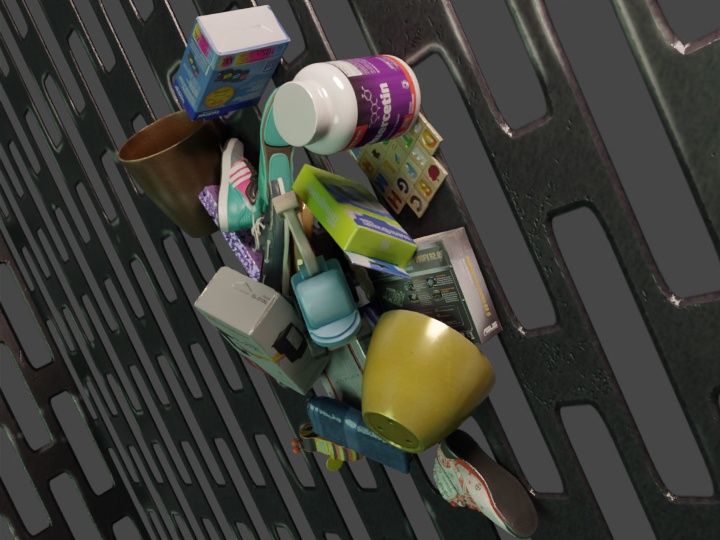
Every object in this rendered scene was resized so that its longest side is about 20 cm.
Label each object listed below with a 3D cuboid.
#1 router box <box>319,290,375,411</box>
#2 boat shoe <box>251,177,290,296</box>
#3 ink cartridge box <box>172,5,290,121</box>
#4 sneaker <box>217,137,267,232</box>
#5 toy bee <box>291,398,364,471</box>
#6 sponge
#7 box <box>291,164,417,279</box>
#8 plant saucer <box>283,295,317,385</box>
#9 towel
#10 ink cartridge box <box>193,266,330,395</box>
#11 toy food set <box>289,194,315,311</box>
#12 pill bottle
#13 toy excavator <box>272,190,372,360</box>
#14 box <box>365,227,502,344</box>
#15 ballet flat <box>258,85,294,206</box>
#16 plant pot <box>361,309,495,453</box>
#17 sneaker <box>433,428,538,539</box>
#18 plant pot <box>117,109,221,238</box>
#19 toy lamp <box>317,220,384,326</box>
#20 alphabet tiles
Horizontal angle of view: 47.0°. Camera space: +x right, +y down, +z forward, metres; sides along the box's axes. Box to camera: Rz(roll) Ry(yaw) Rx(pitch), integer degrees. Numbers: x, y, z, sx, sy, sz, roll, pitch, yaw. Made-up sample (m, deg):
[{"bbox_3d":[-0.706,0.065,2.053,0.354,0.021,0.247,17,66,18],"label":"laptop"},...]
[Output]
[{"bbox_3d":[-0.020,0.155,1.463,0.179,0.048,0.202,-25,91,56],"label":"router box"},{"bbox_3d":[-0.143,-0.050,1.322,0.075,0.061,0.203,-98,9,-57],"label":"boat shoe"},{"bbox_3d":[-0.213,-0.319,1.322,0.077,0.135,0.200,60,146,11],"label":"ink cartridge box"},{"bbox_3d":[-0.184,-0.153,1.446,0.084,0.118,0.203,94,175,-54],"label":"sneaker"},{"bbox_3d":[-0.072,0.329,1.596,0.199,0.108,0.133,-11,105,54],"label":"toy bee"},{"bbox_3d":[-0.201,-0.069,1.495,0.030,0.111,0.201,-40,79,30],"label":"sponge"},{"bbox_3d":[-0.005,-0.072,1.185,0.048,0.121,0.200,-58,43,19],"label":"box"},{"bbox_3d":[-0.128,0.119,1.505,0.199,0.036,0.203,31,133,38],"label":"plant saucer"},{"bbox_3d":[0.002,0.280,1.448,0.197,0.049,0.112,20,148,19],"label":"towel"},{"bbox_3d":[-0.159,0.099,1.353,0.144,0.083,0.201,22,158,38],"label":"ink cartridge box"},{"bbox_3d":[-0.095,-0.021,1.387,0.199,0.048,0.203,105,155,-62],"label":"toy food set"},{"bbox_3d":[-0.017,-0.214,1.072,0.111,0.199,0.114,16,116,37],"label":"pill bottle"},{"bbox_3d":[-0.065,0.005,1.221,0.201,0.098,0.197,75,173,-61],"label":"toy excavator"},{"bbox_3d":[0.102,0.033,1.225,0.199,0.048,0.161,-13,101,54],"label":"box"},{"bbox_3d":[-0.140,-0.201,1.345,0.070,0.066,0.204,28,116,58],"label":"ballet flat"},{"bbox_3d":[0.078,0.177,1.206,0.198,0.143,0.201,26,151,15],"label":"plant pot"},{"bbox_3d":[0.192,0.354,1.307,0.202,0.067,0.109,47,143,28],"label":"sneaker"},{"bbox_3d":[-0.324,-0.169,1.553,0.185,0.187,0.202,14,137,47],"label":"plant pot"},{"bbox_3d":[0.000,0.000,1.330,0.058,0.058,0.202,-28,88,55],"label":"toy lamp"},{"bbox_3d":[0.044,-0.180,1.195,0.201,0.006,0.167,52,144,15],"label":"alphabet tiles"}]
